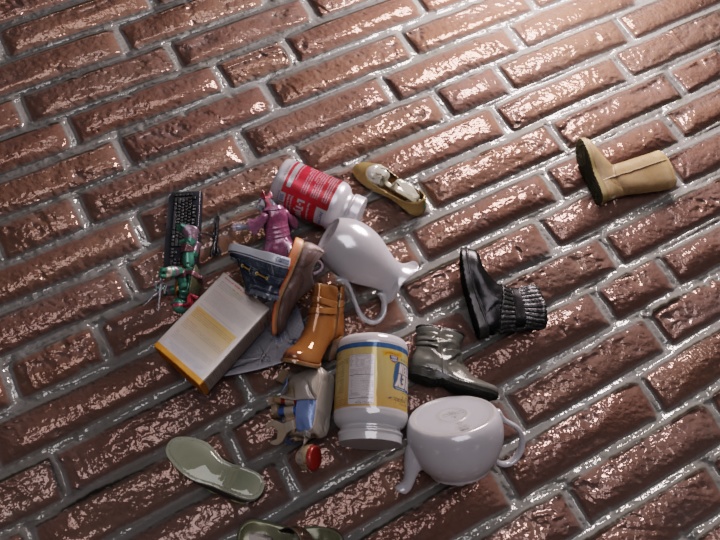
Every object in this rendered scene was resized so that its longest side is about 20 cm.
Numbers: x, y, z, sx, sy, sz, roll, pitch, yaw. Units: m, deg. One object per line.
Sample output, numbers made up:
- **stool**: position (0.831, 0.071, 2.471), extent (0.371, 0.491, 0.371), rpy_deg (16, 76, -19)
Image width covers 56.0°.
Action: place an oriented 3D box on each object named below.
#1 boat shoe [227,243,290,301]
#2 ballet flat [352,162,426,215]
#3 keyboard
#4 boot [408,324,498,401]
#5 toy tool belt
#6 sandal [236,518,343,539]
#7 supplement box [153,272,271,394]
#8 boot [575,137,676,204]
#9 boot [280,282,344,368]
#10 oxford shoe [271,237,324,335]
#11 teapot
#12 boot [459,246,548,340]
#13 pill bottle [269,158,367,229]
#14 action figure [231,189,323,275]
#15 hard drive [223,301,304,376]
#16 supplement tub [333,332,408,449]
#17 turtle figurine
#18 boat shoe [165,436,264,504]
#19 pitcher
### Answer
- **boat shoe**: position (-0.215, 0.003, 1.339), extent (0.070, 0.199, 0.092), rpy_deg (18, 87, -37)
- **ballet flat**: position (0.070, -0.201, 1.548), extent (0.199, 0.063, 0.069), rpy_deg (33, 68, 10)
- **keyboard**: position (-0.365, -0.084, 1.488), extent (0.125, 0.021, 0.202), rpy_deg (-1, 68, -5)
- **boot**: position (0.199, 0.184, 1.395), extent (0.198, 0.068, 0.132), rpy_deg (17, 61, 2)
- **toy tool belt**: position (-0.124, 0.284, 1.310), extent (0.122, 0.125, 0.202), rpy_deg (-7, 60, 27)
- **sandal**: position (-0.129, 0.501, 1.233), extent (0.198, 0.057, 0.081), rpy_deg (7, 66, -1)
- **supplement box**: position (-0.285, 0.122, 1.328), extent (0.126, 0.074, 0.200), rpy_deg (37, 68, 14)
- **boot**: position (0.630, -0.253, 1.618), extent (0.198, 0.066, 0.177), rpy_deg (-15, 81, -10)
- **boot**: position (-0.084, 0.103, 1.310), extent (0.076, 0.199, 0.157), rpy_deg (11, 96, 29)
- **oxford shoe**: position (-0.127, 0.041, 1.345), extent (0.072, 0.071, 0.202), rpy_deg (17, 101, -7)
- **teapot**: position (0.187, 0.337, 1.283), extent (0.198, 0.197, 0.148), rpy_deg (-2, 105, 33)
- **boot**: position (0.302, 0.038, 1.453), extent (0.156, 0.079, 0.213), rpy_deg (-13, 79, -3)
- **pill bottle**: position (-0.091, -0.158, 1.490), extent (0.198, 0.112, 0.113), rpy_deg (24, 67, 6)
- **action figure**: position (-0.178, -0.073, 1.423), extent (0.133, 0.148, 0.202), rpy_deg (-17, 96, -29)
- **hard drive**: position (-0.211, 0.140, 1.390), extent (0.198, 0.042, 0.136), rpy_deg (-14, 68, -10)
- **supplement tub**: position (0.021, 0.235, 1.312), extent (0.143, 0.145, 0.202), rpy_deg (3, 67, -3)
- **turtle figurine**: position (-0.368, 0.015, 1.372), extent (0.100, 0.150, 0.202), rpy_deg (18, 59, -19)
- **boat shoe**: position (-0.275, 0.380, 1.272), extent (0.200, 0.061, 0.072), rpy_deg (26, 55, 7)
- **pitcher**: position (0.000, 0.000, 1.417), extent (0.199, 0.121, 0.173), rpy_deg (34, 74, -17)
